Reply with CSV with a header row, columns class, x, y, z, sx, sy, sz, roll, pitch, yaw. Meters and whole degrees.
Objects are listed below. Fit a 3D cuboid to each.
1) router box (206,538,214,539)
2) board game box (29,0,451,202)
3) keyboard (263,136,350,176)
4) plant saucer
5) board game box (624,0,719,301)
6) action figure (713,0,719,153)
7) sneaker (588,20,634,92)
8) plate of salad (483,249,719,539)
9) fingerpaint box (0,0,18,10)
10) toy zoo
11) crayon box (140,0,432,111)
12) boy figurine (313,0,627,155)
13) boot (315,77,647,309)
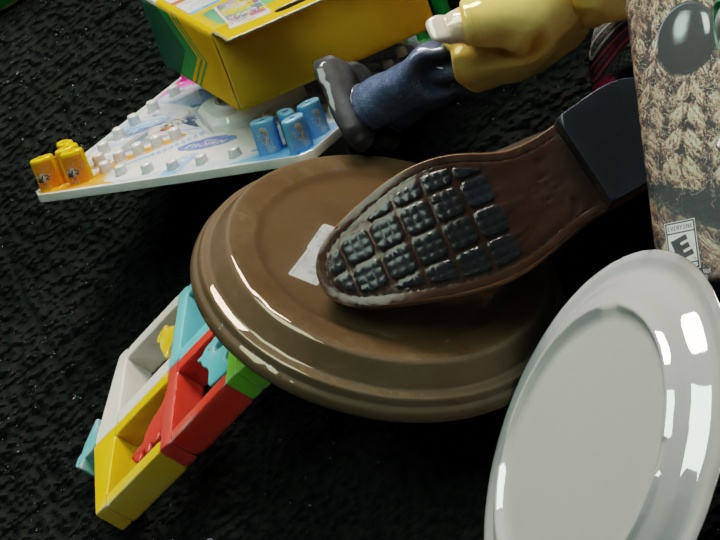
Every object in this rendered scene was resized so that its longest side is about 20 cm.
class,x,y,z,sx,sy,sz,roll,pitch,yaw
router box,-0.084,0.247,1.317,0.200,0.052,0.157,-48,40,-9
board game box,-0.066,-0.104,1.582,0.199,0.026,0.200,-7,24,34
keyboard,-0.024,-0.024,1.497,0.056,0.011,0.200,-28,29,10
plant saucer,0.012,0.002,1.393,0.198,0.030,0.201,7,38,-6
board game box,0.220,-0.095,1.293,0.159,0.097,0.202,-12,78,29
action figure,0.200,-0.070,1.217,0.118,0.055,0.201,-26,67,29
sneaker,0.207,-0.120,1.418,0.199,0.080,0.075,-3,66,46
plate of salad,0.119,0.089,1.259,0.200,0.048,0.201,-43,37,46
fingerpaint box,-0.295,-0.244,1.920,0.199,0.073,0.167,-29,41,13
toy zoo,-0.092,0.054,1.476,0.200,0.020,0.132,-46,25,31
crayon box,-0.041,-0.148,1.557,0.125,0.052,0.200,-24,19,-12
boy figurine,0.073,-0.130,1.430,0.199,0.124,0.065,-31,78,21
boot,0.071,-0.025,1.379,0.199,0.097,0.075,-24,79,-5
